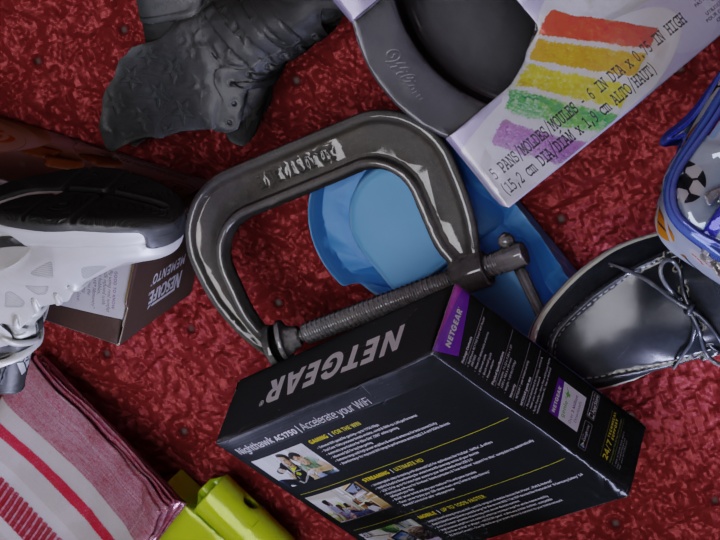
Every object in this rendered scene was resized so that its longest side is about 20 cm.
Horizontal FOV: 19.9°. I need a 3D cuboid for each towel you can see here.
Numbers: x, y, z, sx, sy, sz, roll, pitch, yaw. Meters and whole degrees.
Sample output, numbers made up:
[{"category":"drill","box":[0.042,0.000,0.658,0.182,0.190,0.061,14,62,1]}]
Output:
[{"category":"towel","box":[-0.215,0.173,1.304,0.144,0.023,0.200,43,107,20]}]

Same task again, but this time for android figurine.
[{"category":"android figurine","box":[-0.111,0.214,1.313,0.200,0.041,0.182,45,114,3]}]

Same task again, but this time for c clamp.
[{"category":"c clamp","box":[0.000,0.000,1.164,0.200,0.027,0.171,-15,101,21]}]

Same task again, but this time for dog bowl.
[{"category":"dog bowl","box":[0.059,-0.001,1.186,0.111,0.050,0.200,-39,92,24]}]

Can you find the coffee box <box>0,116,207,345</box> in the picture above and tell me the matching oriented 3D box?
[{"category":"coffee box","box":[-0.205,-0.035,1.227,0.200,0.114,0.080,18,111,13]}]

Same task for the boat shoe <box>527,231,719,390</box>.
[{"category":"boat shoe","box":[0.184,0.013,1.113,0.200,0.062,0.075,-22,103,5]}]

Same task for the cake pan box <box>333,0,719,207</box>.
[{"category":"cake pan box","box":[0.090,-0.159,1.094,0.200,0.052,0.184,-38,90,3]}]

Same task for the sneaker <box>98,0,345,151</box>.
[{"category":"sneaker","box":[-0.064,-0.122,1.186,0.200,0.060,0.104,0,105,24]}]

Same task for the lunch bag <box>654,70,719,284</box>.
[{"category":"lunch bag","box":[0.246,-0.064,1.049,0.160,0.076,0.200,32,82,7]}]

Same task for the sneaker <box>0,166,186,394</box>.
[{"category":"sneaker","box":[-0.176,0.010,1.141,0.200,0.076,0.115,-1,114,26]}]

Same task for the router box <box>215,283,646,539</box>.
[{"category":"router box","box":[0.036,0.093,1.151,0.149,0.051,0.200,37,142,-24]}]
